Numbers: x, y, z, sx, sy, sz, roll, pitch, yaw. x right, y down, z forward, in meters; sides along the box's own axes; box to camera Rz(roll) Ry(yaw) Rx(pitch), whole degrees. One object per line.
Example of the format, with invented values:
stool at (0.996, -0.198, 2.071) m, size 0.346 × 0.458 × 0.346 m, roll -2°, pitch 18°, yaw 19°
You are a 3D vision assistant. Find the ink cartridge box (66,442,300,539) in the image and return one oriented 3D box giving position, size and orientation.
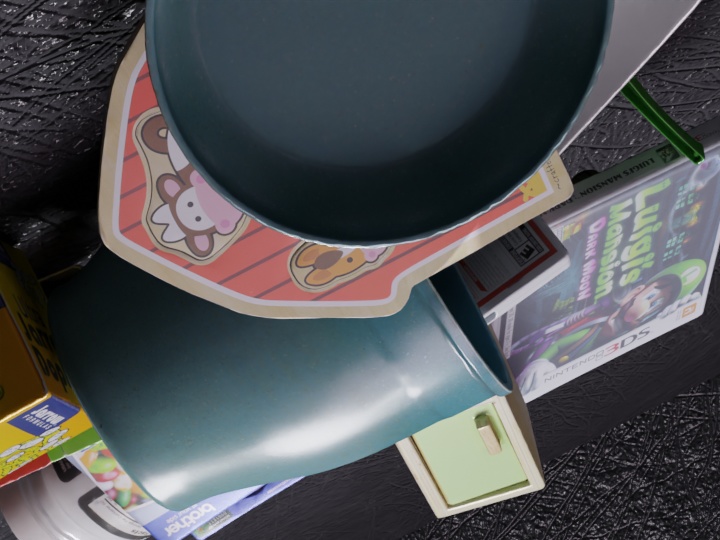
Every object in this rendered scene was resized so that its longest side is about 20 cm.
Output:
ink cartridge box at (-0.119, 0.097, 1.290) m, size 0.119 × 0.042 × 0.200 m, roll -33°, pitch 124°, yaw 16°

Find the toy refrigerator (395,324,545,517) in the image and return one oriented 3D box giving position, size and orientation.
toy refrigerator at (0.053, 0.075, 1.253) m, size 0.075 × 0.070 × 0.200 m, roll -16°, pitch 144°, yaw 7°

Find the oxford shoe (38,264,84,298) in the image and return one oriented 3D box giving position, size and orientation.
oxford shoe at (-0.223, 0.049, 1.159) m, size 0.199 × 0.071 × 0.074 m, roll -26°, pitch 137°, yaw 6°

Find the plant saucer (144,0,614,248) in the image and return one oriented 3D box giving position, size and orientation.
plant saucer at (0.006, -0.109, 0.847) m, size 0.199 × 0.201 × 0.036 m, roll -28°, pitch -152°, yaw -3°

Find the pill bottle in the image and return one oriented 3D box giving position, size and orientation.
pill bottle at (-0.147, 0.115, 1.401) m, size 0.199 × 0.117 × 0.116 m, roll -34°, pitch 166°, yaw 24°

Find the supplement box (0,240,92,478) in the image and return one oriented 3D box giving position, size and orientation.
supplement box at (-0.250, 0.072, 1.045) m, size 0.199 × 0.110 × 0.109 m, roll -30°, pitch 167°, yaw 2°

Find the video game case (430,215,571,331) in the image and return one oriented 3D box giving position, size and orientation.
video game case at (0.000, 0.000, 1.172) m, size 0.199 × 0.143 × 0.017 m, roll -35°, pitch 153°, yaw -3°

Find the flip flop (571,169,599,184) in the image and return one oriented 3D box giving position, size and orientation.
flip flop at (0.112, 0.000, 1.405) m, size 0.057 × 0.082 × 0.200 m, roll -3°, pitch 159°, yaw -32°

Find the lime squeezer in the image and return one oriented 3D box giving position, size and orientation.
lime squeezer at (0.116, -0.119, 1.200) m, size 0.199 × 0.071 × 0.038 m, roll 17°, pitch 160°, yaw -29°

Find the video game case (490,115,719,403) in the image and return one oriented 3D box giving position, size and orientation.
video game case at (0.154, 0.002, 1.310) m, size 0.181 × 0.023 × 0.201 m, roll -25°, pitch 148°, yaw -17°

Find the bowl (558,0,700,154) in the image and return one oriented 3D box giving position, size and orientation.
bowl at (0.080, -0.120, 1.022) m, size 0.200 × 0.075 × 0.200 m, roll -49°, pitch 163°, yaw 11°

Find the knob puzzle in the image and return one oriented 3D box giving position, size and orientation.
knob puzzle at (-0.025, -0.056, 0.903) m, size 0.219 × 0.220 × 0.030 m, roll -29°, pitch -153°, yaw 3°

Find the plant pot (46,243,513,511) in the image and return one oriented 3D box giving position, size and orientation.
plant pot at (-0.050, 0.023, 1.065) m, size 0.187 × 0.201 × 0.200 m, roll -32°, pitch 166°, yaw 7°

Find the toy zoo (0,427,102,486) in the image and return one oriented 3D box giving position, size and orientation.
toy zoo at (-0.209, 0.104, 1.187) m, size 0.199 × 0.021 × 0.131 m, roll -25°, pitch -173°, yaw 12°
